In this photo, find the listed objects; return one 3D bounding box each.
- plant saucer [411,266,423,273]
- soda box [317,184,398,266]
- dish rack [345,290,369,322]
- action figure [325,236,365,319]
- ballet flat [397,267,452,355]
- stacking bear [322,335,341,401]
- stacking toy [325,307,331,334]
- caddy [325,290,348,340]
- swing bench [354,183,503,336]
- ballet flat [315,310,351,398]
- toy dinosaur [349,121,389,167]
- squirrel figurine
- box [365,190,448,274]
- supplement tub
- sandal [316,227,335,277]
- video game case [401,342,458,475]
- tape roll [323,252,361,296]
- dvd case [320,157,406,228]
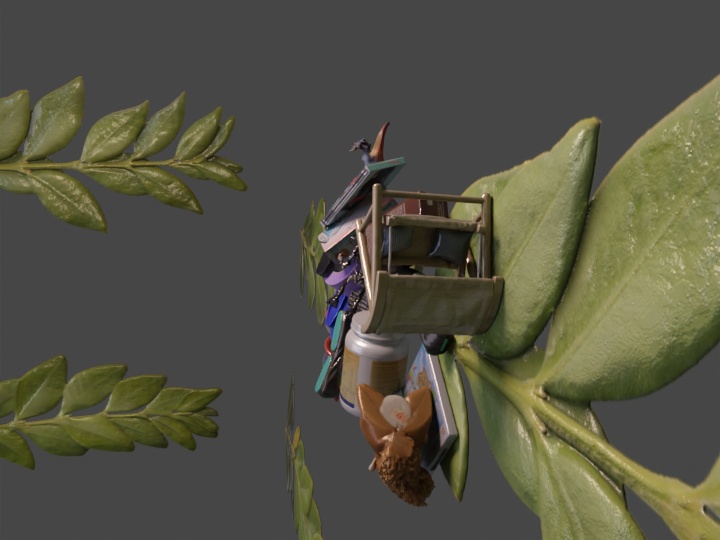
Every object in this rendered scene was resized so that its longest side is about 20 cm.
[{"bbox_3d":[0.100,-0.038,1.254,0.200,0.030,0.206,-179,90,-75],"label":"plant saucer"},{"bbox_3d":[0.000,-0.103,1.342,0.064,0.198,0.069,47,-171,-41],"label":"soda box"},{"bbox_3d":[0.016,0.151,1.390,0.152,0.054,0.204,28,115,29],"label":"dish rack"},{"bbox_3d":[0.000,0.000,1.293,0.203,0.117,0.102,-60,11,4],"label":"action figure"},{"bbox_3d":[0.127,0.059,1.082,0.069,0.067,0.203,-59,40,43],"label":"ballet flat"},{"bbox_3d":[-0.058,0.293,1.708,0.123,0.111,0.204,-106,19,-52],"label":"stacking bear"},{"bbox_3d":[-0.066,0.143,1.701,0.200,0.083,0.088,87,-179,-77],"label":"stacking toy"},{"bbox_3d":[-0.010,0.106,1.520,0.203,0.103,0.142,-65,25,20],"label":"caddy"},{"bbox_3d":[0.102,-0.008,0.899,0.130,0.194,0.205,124,145,-64],"label":"swing bench"},{"bbox_3d":[-0.046,0.198,1.354,0.068,0.067,0.205,-174,103,-75],"label":"ballet flat"},{"bbox_3d":[0.038,-0.235,1.455,0.183,0.198,0.105,56,-173,-16],"label":"toy dinosaur"},{"bbox_3d":[0.062,0.335,1.073,0.203,0.138,0.189,-100,12,-44],"label":"squirrel figurine"},{"bbox_3d":[0.087,-0.067,1.129,0.199,0.073,0.103,-28,60,57],"label":"box"},{"bbox_3d":[0.031,0.203,1.268,0.145,0.141,0.205,-127,41,-68],"label":"supplement tub"},{"bbox_3d":[-0.065,-0.082,1.461,0.075,0.042,0.204,-12,52,56],"label":"sandal"},{"bbox_3d":[0.127,0.268,1.120,0.184,0.021,0.203,107,160,-45],"label":"video game case"},{"bbox_3d":[-0.009,-0.040,1.440,0.199,0.065,0.203,-40,32,32],"label":"tape roll"},{"bbox_3d":[0.006,-0.178,1.335,0.022,0.145,0.200,54,131,11],"label":"dvd case"}]
